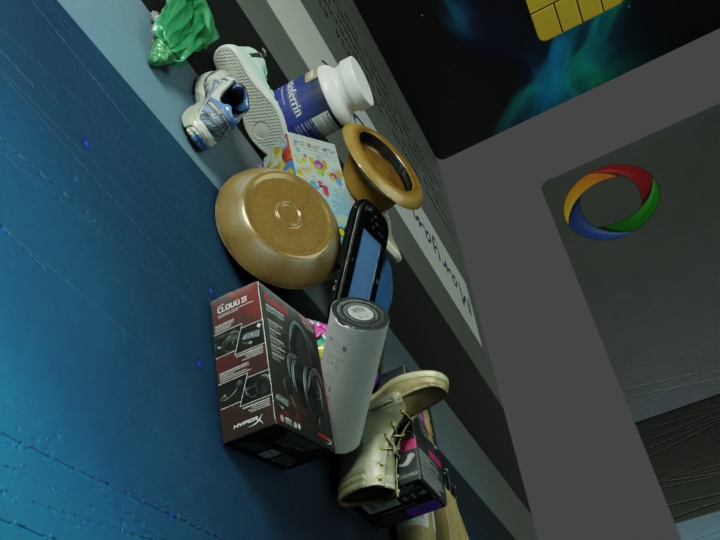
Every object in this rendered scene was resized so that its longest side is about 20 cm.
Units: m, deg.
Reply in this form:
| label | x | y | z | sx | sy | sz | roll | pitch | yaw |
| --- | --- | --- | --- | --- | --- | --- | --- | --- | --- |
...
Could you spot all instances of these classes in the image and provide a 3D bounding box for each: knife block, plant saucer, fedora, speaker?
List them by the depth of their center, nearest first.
| label | x | y | z | sx | sy | sz | roll | pitch | yaw |
| --- | --- | --- | --- | --- | --- | --- | --- | --- | --- |
| speaker | -0.019 | 0.143 | 0.984 | 0.082 | 0.079 | 0.204 | -79 | 180 | -64 |
| plant saucer | -0.107 | -0.071 | 1.041 | 0.197 | 0.035 | 0.204 | 18 | 53 | -24 |
| fedora | 0.024 | -0.170 | 1.316 | 0.199 | 0.082 | 0.202 | 35 | 29 | -23 |
| knife block | 0.132 | 0.431 | 1.325 | 0.179 | 0.063 | 0.200 | 68 | 16 | 3 |

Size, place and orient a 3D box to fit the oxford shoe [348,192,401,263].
| label | x | y | z | sx | sy | sz | roll | pitch | yaw |
| --- | --- | --- | --- | --- | --- | --- | --- | --- | --- |
| oxford shoe | 0.029 | -0.100 | 1.375 | 0.202 | 0.057 | 0.076 | 58 | -7 | 30 |

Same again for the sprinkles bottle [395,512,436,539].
| label | x | y | z | sx | sy | sz | roll | pitch | yaw |
| --- | --- | --- | --- | --- | --- | --- | --- | --- | --- |
| sprinkles bottle | 0.088 | 0.393 | 1.216 | 0.069 | 0.067 | 0.202 | 56 | 20 | -36 |

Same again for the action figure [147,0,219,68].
| label | x | y | z | sx | sy | sz | roll | pitch | yaw |
| --- | --- | --- | --- | --- | --- | --- | --- | --- | --- |
| action figure | -0.264 | -0.346 | 1.057 | 0.119 | 0.054 | 0.202 | 59 | 24 | -33 |

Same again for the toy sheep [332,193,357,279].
| label | x | y | z | sx | sy | sz | roll | pitch | yaw |
| --- | --- | --- | --- | --- | --- | --- | --- | --- | --- |
| toy sheep | -0.039 | -0.059 | 1.298 | 0.138 | 0.136 | 0.203 | 52 | 23 | -43 |

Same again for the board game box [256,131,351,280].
| label | x | y | z | sx | sy | sz | roll | pitch | yaw |
| --- | --- | --- | --- | --- | --- | --- | --- | --- | --- |
| board game box | -0.085 | -0.101 | 1.180 | 0.103 | 0.103 | 0.204 | 8 | 56 | -39 |

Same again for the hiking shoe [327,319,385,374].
| label | x | y | z | sx | sy | sz | roll | pitch | yaw |
| --- | --- | --- | --- | --- | --- | --- | --- | --- | --- |
| hiking shoe | -0.001 | 0.104 | 1.238 | 0.101 | 0.074 | 0.204 | -55 | 141 | -60 |

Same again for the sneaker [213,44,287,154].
| label | x | y | z | sx | sy | sz | roll | pitch | yaw |
| --- | --- | --- | --- | --- | --- | --- | --- | --- | --- |
| sneaker | -0.167 | -0.300 | 1.273 | 0.203 | 0.073 | 0.118 | 62 | 22 | -11 |

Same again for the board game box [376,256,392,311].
| label | x | y | z | sx | sy | sz | roll | pitch | yaw |
| --- | --- | --- | --- | --- | --- | --- | --- | --- | --- |
| board game box | 0.005 | 0.068 | 1.352 | 0.159 | 0.038 | 0.203 | 60 | 46 | -57 |

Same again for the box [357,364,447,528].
| label | x | y | z | sx | sy | sz | roll | pitch | yaw |
| --- | --- | --- | --- | --- | --- | --- | --- | --- | --- |
| box | 0.050 | 0.273 | 1.147 | 0.106 | 0.120 | 0.203 | 52 | 21 | -41 |

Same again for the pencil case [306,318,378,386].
| label | x | y | z | sx | sy | sz | roll | pitch | yaw |
| --- | --- | --- | --- | --- | --- | --- | --- | --- | --- |
| pencil case | -0.041 | 0.137 | 1.100 | 0.200 | 0.087 | 0.090 | 41 | 30 | -59 |

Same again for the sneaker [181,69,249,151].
| label | x | y | z | sx | sy | sz | roll | pitch | yaw |
| --- | --- | --- | --- | --- | --- | --- | --- | --- | --- |
| sneaker | -0.198 | -0.248 | 1.086 | 0.078 | 0.084 | 0.202 | 56 | 18 | -34 |

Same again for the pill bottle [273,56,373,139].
| label | x | y | z | sx | sy | sz | roll | pitch | yaw |
| --- | --- | --- | --- | --- | --- | --- | --- | --- | --- |
| pill bottle | -0.082 | -0.300 | 1.339 | 0.117 | 0.197 | 0.117 | 57 | 18 | -30 |

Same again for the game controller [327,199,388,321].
| label | x | y | z | sx | sy | sz | roll | pitch | yaw |
| --- | --- | --- | --- | --- | --- | --- | --- | --- | --- |
| game controller | 0.000 | 0.000 | 1.093 | 0.104 | 0.041 | 0.204 | 34 | 63 | -47 |

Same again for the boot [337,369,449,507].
| label | x | y | z | sx | sy | sz | roll | pitch | yaw |
| --- | --- | --- | --- | --- | --- | --- | --- | --- | --- |
| boot | 0.046 | 0.240 | 1.042 | 0.072 | 0.197 | 0.157 | 46 | 26 | -37 |

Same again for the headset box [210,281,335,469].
| label | x | y | z | sx | sy | sz | roll | pitch | yaw |
| --- | --- | --- | --- | --- | --- | --- | --- | --- | --- |
| headset box | -0.108 | 0.122 | 0.903 | 0.149 | 0.076 | 0.204 | 45 | 28 | -54 |
